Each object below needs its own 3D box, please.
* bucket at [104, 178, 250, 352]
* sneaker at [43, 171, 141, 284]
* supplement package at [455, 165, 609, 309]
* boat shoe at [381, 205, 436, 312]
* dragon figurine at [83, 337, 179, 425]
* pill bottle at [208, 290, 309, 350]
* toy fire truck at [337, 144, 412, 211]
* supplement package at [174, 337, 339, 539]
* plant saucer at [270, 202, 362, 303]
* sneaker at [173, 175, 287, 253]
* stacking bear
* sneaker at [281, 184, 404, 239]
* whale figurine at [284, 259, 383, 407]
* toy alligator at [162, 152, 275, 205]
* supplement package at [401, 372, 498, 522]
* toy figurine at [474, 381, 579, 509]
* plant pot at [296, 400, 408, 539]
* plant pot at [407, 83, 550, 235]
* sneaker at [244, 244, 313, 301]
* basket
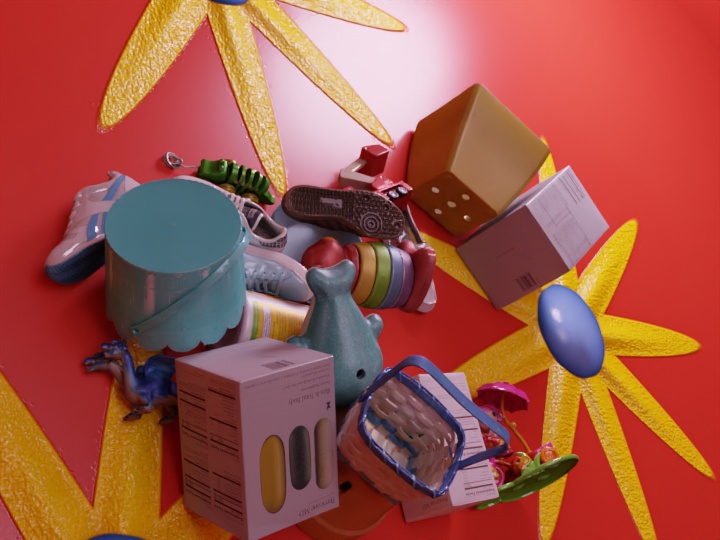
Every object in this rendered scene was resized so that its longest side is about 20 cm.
[{"bbox_3d":[-0.241,-0.012,1.252,0.204,0.136,0.209,4,46,-4],"label":"bucket"},{"bbox_3d":[-0.366,-0.058,1.292,0.080,0.077,0.200,34,45,2],"label":"sneaker"},{"bbox_3d":[0.328,-0.062,1.810,0.148,0.191,0.200,55,44,-2],"label":"supplement package"},{"bbox_3d":[0.090,-0.028,1.669,0.070,0.069,0.202,-13,76,-45],"label":"boat shoe"},{"bbox_3d":[-0.265,0.147,1.265,0.198,0.059,0.101,11,60,-35],"label":"dragon figurine"},{"bbox_3d":[-0.111,0.101,1.389,0.198,0.111,0.113,16,57,-34],"label":"pill bottle"},{"bbox_3d":[0.010,-0.145,1.636,0.141,0.049,0.199,37,39,25],"label":"toy fire truck"},{"bbox_3d":[-0.131,0.208,1.223,0.150,0.150,0.203,-11,104,-41],"label":"supplement package"},{"bbox_3d":[-0.075,-0.024,1.545,0.199,0.039,0.204,21,55,-32],"label":"plant saucer"},{"bbox_3d":[-0.196,-0.089,1.426,0.198,0.081,0.077,31,60,-4],"label":"sneaker"},{"bbox_3d":[0.000,0.000,1.495,0.197,0.121,0.116,9,95,-26],"label":"stacking bear"},{"bbox_3d":[-0.028,-0.094,1.508,0.197,0.075,0.072,15,83,-15],"label":"sneaker"},{"bbox_3d":[-0.027,0.092,1.309,0.157,0.103,0.203,-11,110,-30],"label":"whale figurine"},{"bbox_3d":[-0.208,-0.150,1.487,0.198,0.054,0.060,22,53,-31],"label":"toy alligator"},{"bbox_3d":[0.118,0.274,1.490,0.108,0.113,0.203,3,64,-41],"label":"supplement package"},{"bbox_3d":[0.238,0.281,1.612,0.198,0.151,0.186,-17,62,-20],"label":"toy figurine"},{"bbox_3d":[-0.006,0.272,1.364,0.198,0.140,0.203,22,53,-32],"label":"plant pot"},{"bbox_3d":[0.200,-0.187,1.780,0.199,0.199,0.178,38,58,-18],"label":"plant pot"},{"bbox_3d":[-0.166,0.010,1.392,0.198,0.075,0.082,22,45,8],"label":"sneaker"},{"bbox_3d":[0.069,0.201,1.223,0.176,0.199,0.140,43,45,-14],"label":"basket"}]
